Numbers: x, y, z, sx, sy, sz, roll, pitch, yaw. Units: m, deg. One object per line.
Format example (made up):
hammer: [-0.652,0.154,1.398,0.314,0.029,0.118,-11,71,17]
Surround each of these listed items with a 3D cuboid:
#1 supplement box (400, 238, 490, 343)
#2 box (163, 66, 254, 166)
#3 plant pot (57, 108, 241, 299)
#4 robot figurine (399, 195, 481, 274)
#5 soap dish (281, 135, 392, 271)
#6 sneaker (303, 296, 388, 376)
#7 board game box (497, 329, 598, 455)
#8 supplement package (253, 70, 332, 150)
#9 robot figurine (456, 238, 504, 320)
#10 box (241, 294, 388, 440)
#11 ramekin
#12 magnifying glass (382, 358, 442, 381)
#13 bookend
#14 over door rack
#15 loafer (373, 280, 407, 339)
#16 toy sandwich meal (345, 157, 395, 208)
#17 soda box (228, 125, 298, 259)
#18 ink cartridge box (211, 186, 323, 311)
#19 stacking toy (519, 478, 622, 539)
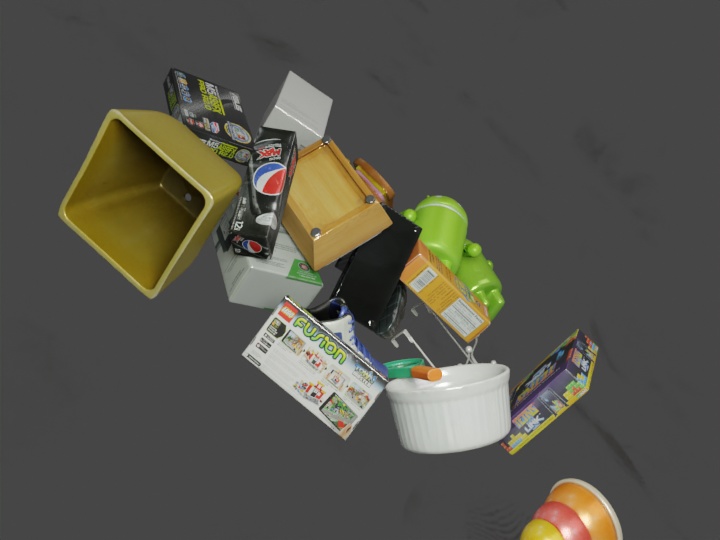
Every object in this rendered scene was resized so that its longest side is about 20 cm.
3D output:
supplement box: [0.151,0.038,1.400,0.200,0.068,0.067,44,21,-20]
box: [-0.302,-0.307,1.530,0.158,0.044,0.203,14,39,-35]
plant pot: [-0.292,-0.117,1.164,0.193,0.197,0.200,40,24,3]
robot figurine: [0.148,-0.061,1.514,0.172,0.116,0.203,24,52,-8]
soap dish: [-0.062,-0.119,1.277,0.155,0.082,0.201,-30,62,-12]
sneaker: [-0.027,0.112,1.199,0.196,0.117,0.081,26,16,-23]
board game box: [0.334,0.218,1.388,0.057,0.201,0.165,42,30,4]
supplement package: [-0.144,-0.311,1.632,0.118,0.122,0.202,30,32,-15]
robot figurine: [0.219,0.016,1.609,0.172,0.117,0.202,-5,50,-35]
box: [-0.066,0.143,1.136,0.199,0.111,0.035,40,1,0]
ramekin: [0.140,0.212,1.189,0.198,0.197,0.100,-11,91,-52]
magnifying glass: [0.084,0.160,1.236,0.078,0.200,0.023,-10,91,-16]
bookend: [0.000,0.000,1.390,0.091,0.202,0.199,30,-13,-14]
over door rack: [0.165,0.146,1.429,0.199,0.067,0.148,41,30,2]
loafer: [0.061,0.064,1.419,0.073,0.072,0.202,53,25,-25]
toy sandwich meal: [0.013,-0.142,1.543,0.206,0.070,0.205,50,-6,7]
soda box: [-0.148,-0.123,1.197,0.062,0.071,0.204,9,61,4]
ink cartridge box: [-0.163,-0.036,1.289,0.144,0.083,0.202,14,38,-36]
stacking toy: [0.293,0.425,1.184,0.197,0.148,0.147,-17,58,-32]
